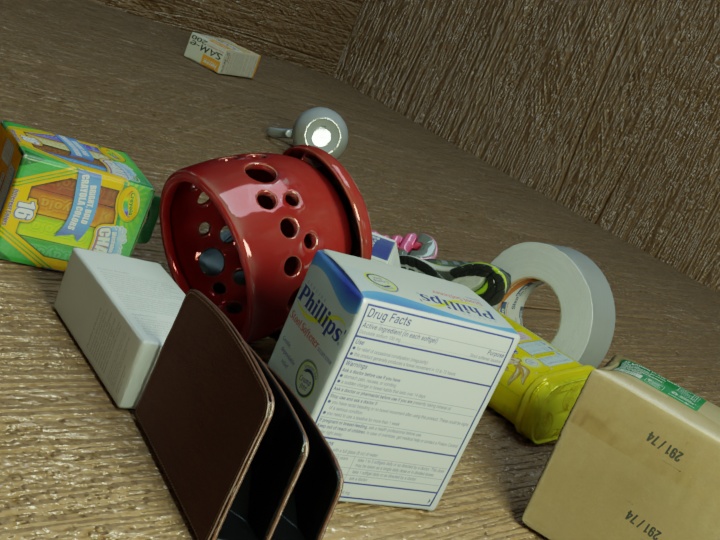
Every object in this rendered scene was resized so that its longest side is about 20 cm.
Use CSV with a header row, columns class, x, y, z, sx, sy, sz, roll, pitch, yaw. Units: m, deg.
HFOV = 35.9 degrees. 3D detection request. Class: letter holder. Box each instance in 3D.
class,x,y,z,sx,sy,sz,roll,pitch,yaw
letter holder,-0.093,0.118,0.916,0.100,0.143,0.200,14,17,-33

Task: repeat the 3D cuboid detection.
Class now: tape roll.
class,x,y,z,sx,sy,sz,roll,pitch,yaw
tape roll,0.249,0.063,1.538,0.200,0.202,0.066,35,19,37

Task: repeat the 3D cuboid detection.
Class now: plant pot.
class,x,y,z,sx,sy,sz,roll,pitch,yaw
plant pot,-0.100,-0.039,1.228,0.182,0.202,0.200,-24,42,-31

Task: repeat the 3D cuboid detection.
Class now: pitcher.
class,x,y,z,sx,sy,sz,roll,pitch,yaw
pitcher,-0.116,-0.295,2.422,0.170,0.122,0.200,1,8,-8

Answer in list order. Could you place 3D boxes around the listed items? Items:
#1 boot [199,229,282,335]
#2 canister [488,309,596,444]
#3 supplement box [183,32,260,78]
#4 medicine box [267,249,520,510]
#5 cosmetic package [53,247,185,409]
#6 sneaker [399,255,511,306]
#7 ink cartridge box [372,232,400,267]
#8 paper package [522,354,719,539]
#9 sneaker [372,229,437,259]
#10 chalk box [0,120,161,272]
class,x,y,z,sx,sy,sz,roll,pitch,yaw
boot,-0.104,0.024,1.378,0.199,0.066,0.165,25,22,14
canister,0.199,0.129,1.436,0.148,0.087,0.200,-6,30,-42
supplement box,-0.385,-0.603,3.113,0.125,0.074,0.200,28,15,18
medicine box,0.016,0.105,1.019,0.181,0.201,0.103,14,17,-34
cosmetic package,-0.214,0.057,1.078,0.101,0.072,0.200,12,19,-37
sneaker,0.119,0.018,1.543,0.199,0.075,0.081,8,5,28
ink cartridge box,-0.042,-0.023,1.480,0.198,0.041,0.200,20,-16,10
paper package,0.291,0.213,1.102,0.199,0.192,0.103,29,15,21
sneaker,0.030,-0.014,1.744,0.199,0.096,0.079,12,49,25
chalk box,-0.318,-0.072,1.262,0.199,0.126,0.124,13,18,-33
